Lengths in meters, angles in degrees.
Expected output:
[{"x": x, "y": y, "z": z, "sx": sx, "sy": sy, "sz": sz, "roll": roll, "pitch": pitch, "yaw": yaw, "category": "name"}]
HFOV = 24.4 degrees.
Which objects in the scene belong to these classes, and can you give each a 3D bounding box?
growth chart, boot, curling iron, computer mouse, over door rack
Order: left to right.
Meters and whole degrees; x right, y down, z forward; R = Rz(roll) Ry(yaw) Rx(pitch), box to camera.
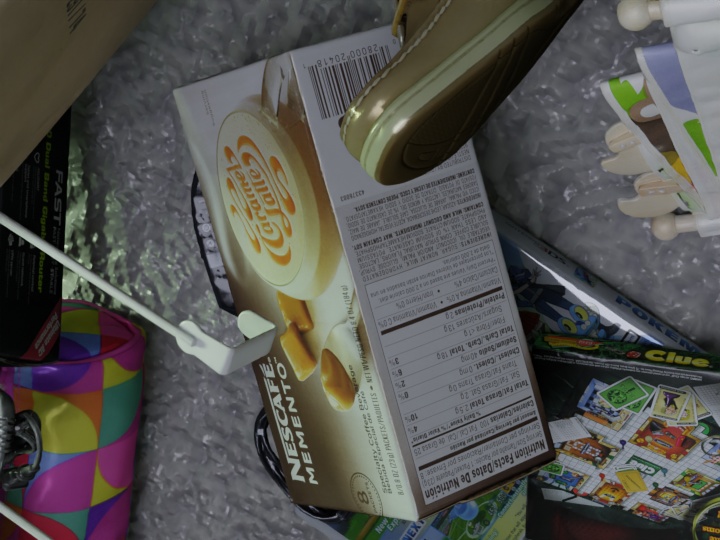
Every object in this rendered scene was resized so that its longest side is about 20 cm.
[{"x": -0.208, "y": 0.063, "z": 0.828, "sx": 0.200, "sy": 0.025, "sz": 0.050, "roll": 20, "pitch": 111, "yaw": 52, "category": "curling iron"}, {"x": -0.149, "y": 0.051, "z": 0.693, "sx": 0.200, "sy": 0.067, "sz": 0.148, "roll": 25, "pitch": 118, "yaw": 10, "category": "over door rack"}, {"x": -0.037, "y": 0.030, "z": 0.822, "sx": 0.058, "sy": 0.034, "sz": 0.201, "roll": -10, "pitch": 103, "yaw": 15, "category": "computer mouse"}, {"x": 0.011, "y": -0.135, "z": 0.659, "sx": 0.155, "sy": 0.200, "sz": 0.072, "roll": 37, "pitch": 145, "yaw": 4, "category": "boot"}, {"x": 0.164, "y": -0.060, "z": 0.658, "sx": 0.144, "sy": 0.200, "sz": 0.018, "roll": -4, "pitch": 65, "yaw": 15, "category": "growth chart"}]

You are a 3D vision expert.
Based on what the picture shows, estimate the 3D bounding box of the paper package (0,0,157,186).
[{"x": -0.138, "y": -0.144, "z": 0.652, "sx": 0.103, "sy": 0.200, "sz": 0.191, "roll": 39, "pitch": 82, "yaw": 2, "category": "paper package"}]

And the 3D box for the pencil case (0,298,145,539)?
[{"x": -0.163, "y": 0.111, "z": 0.876, "sx": 0.088, "sy": 0.088, "sz": 0.201, "roll": 13, "pitch": 114, "yaw": 15, "category": "pencil case"}]

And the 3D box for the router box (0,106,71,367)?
[{"x": -0.218, "y": -0.053, "z": 0.796, "sx": 0.149, "sy": 0.062, "sz": 0.201, "roll": 0, "pitch": 83, "yaw": 20, "category": "router box"}]

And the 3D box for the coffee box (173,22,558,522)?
[{"x": 0.000, "y": 0.000, "z": 0.735, "sx": 0.114, "sy": 0.080, "sz": 0.201, "roll": -3, "pitch": 104, "yaw": 60, "category": "coffee box"}]

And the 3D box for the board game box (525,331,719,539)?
[{"x": 0.175, "y": 0.090, "z": 0.754, "sx": 0.199, "sy": 0.023, "sz": 0.105, "roll": 8, "pitch": 111, "yaw": 17, "category": "board game box"}]

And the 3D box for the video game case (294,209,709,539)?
[{"x": 0.087, "y": 0.098, "z": 0.815, "sx": 0.182, "sy": 0.022, "sz": 0.200, "roll": 34, "pitch": 119, "yaw": 4, "category": "video game case"}]
